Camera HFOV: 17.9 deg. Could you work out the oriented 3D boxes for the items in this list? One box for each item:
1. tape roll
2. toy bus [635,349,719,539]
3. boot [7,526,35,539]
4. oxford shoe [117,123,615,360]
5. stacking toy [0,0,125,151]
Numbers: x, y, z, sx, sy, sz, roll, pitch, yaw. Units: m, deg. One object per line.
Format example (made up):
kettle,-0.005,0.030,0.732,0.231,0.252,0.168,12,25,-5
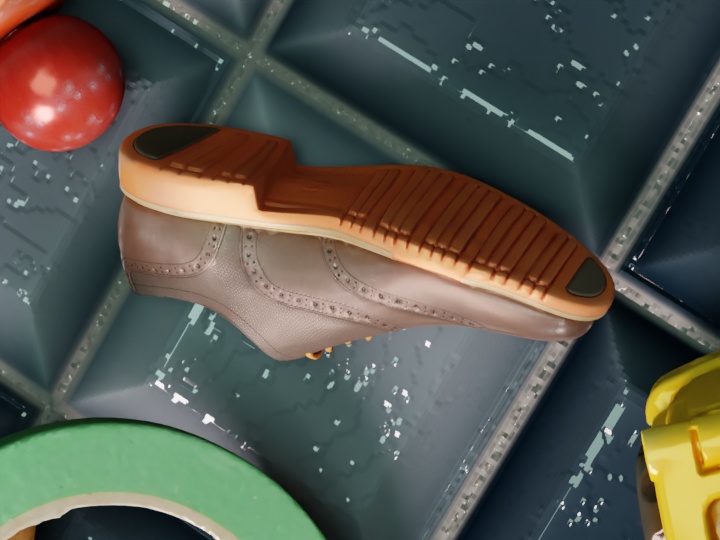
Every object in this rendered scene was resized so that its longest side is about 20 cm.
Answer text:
tape roll,-0.098,0.157,0.872,0.199,0.048,0.202,0,90,-11
toy bus,0.167,0.124,0.769,0.135,0.192,0.201,-13,91,14
boot,-0.125,0.200,0.922,0.143,0.071,0.202,25,96,3
oxford shoe,0.000,0.000,0.880,0.199,0.071,0.073,16,116,18
stacking toy,-0.159,-0.137,0.906,0.085,0.085,0.200,-35,89,14
